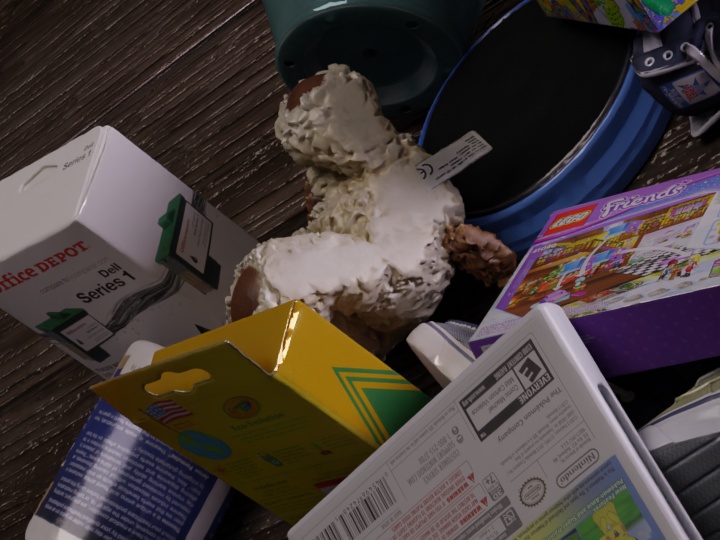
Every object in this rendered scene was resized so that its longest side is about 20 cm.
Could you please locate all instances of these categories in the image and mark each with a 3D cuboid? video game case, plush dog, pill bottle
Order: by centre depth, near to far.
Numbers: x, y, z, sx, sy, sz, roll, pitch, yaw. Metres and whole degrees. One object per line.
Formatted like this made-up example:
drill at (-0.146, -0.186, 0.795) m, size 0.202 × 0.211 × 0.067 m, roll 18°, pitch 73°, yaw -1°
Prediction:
video game case at (0.068, 0.148, 0.794) m, size 0.200 × 0.022 × 0.183 m, roll -44°, pitch 62°, yaw 29°
plush dog at (0.000, 0.000, 1.042) m, size 0.172 × 0.159 × 0.202 m, roll 122°, pitch 163°, yaw -63°
pill bottle at (-0.150, 0.157, 1.099) m, size 0.111 × 0.111 × 0.201 m, roll 7°, pitch 65°, yaw 56°

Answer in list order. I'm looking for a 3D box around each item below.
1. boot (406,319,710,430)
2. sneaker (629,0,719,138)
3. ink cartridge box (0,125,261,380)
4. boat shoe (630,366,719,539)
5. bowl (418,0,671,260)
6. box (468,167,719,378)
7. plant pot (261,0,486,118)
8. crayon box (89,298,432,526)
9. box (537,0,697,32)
boot at (0.106, 0.055, 0.911) m, size 0.090 × 0.073 × 0.200 m, roll -44°, pitch 34°, yaw -8°
sneaker at (0.218, -0.116, 0.910) m, size 0.108 × 0.070 × 0.200 m, roll -45°, pitch 25°, yaw 5°
ink cartridge box at (-0.155, 0.007, 1.169) m, size 0.145 × 0.199 × 0.085 m, roll -23°, pitch 41°, yaw 41°
boat shoe at (0.187, 0.073, 0.784) m, size 0.199 × 0.072 × 0.062 m, roll -30°, pitch 22°, yaw 19°
bowl at (0.113, -0.101, 1.070) m, size 0.200 × 0.039 × 0.202 m, roll -34°, pitch 36°, yaw 29°
box at (0.165, -0.004, 0.824) m, size 0.198 × 0.039 × 0.137 m, roll -15°, pitch 23°, yaw 34°
plant pot at (0.009, -0.221, 1.195) m, size 0.199 × 0.199 × 0.190 m, roll -25°, pitch 50°, yaw 38°
crayon box at (-0.034, 0.084, 0.929) m, size 0.126 × 0.200 × 0.051 m, roll -19°, pitch 44°, yaw 43°
box at (0.180, -0.251, 0.966) m, size 0.199 × 0.122 × 0.193 m, roll -39°, pitch 17°, yaw -2°
